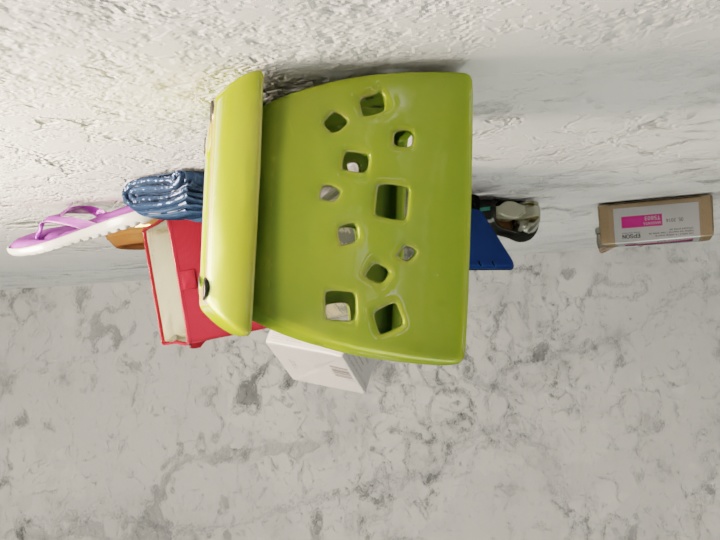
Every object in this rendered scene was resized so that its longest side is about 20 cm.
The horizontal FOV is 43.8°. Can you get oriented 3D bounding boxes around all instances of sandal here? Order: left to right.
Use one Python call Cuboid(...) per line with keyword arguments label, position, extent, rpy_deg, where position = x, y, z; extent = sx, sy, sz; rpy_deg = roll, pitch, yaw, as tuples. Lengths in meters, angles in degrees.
Cuboid(label="sandal", position=(-0.366, -0.068, 1.176), extent=(0.198, 0.051, 0.082), rpy_deg=(-16, -165, -9))

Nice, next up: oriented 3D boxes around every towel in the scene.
Cuboid(label="towel", position=(-0.177, -0.081, 1.061), extent=(0.110, 0.050, 0.198), rpy_deg=(-4, 178, 33))

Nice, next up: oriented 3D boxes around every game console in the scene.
Cuboid(label="game console", position=(0.105, -0.053, 1.283), extent=(0.168, 0.121, 0.198), rpy_deg=(-5, 176, 33))

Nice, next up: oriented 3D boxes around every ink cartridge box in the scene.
Cuboid(label="ink cartridge box", position=(0.543, -0.087, 1.647), extent=(0.195, 0.077, 0.164), rpy_deg=(-4, 179, 21))

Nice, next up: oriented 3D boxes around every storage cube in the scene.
Cuboid(label="storage cube", position=(-0.207, 0.004, 1.321), extent=(0.176, 0.205, 0.170), rpy_deg=(-9, 180, -26))

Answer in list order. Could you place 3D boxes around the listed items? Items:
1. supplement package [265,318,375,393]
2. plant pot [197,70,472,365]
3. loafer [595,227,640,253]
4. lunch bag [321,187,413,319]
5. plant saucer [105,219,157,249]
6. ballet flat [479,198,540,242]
Cuboid(label="supplement package", position=(-0.031, 0.047, 1.252), extent=(0.117, 0.204, 0.122), rpy_deg=(7, 152, 22))
Cuboid(label="plant pot", position=(-0.029, -0.036, 0.670), extent=(0.177, 0.204, 0.200), rpy_deg=(3, 177, -12))
Cuboid(label="loafer", position=(0.641, -0.079, 2.090), extent=(0.071, 0.065, 0.198), rpy_deg=(0, 176, -43))
Cuboid(label="lunch bag", position=(-0.002, -0.039, 1.105), extent=(0.166, 0.141, 0.199), rpy_deg=(-35, -177, -23))
Cuboid(label="plant saucer", position=(-0.329, -0.059, 1.490), extent=(0.195, 0.038, 0.200), rpy_deg=(-3, 178, 0))
Cuboid(label="ballet flat", position=(0.249, -0.083, 1.448), extent=(0.068, 0.070, 0.198), rpy_deg=(-17, 169, 42))
